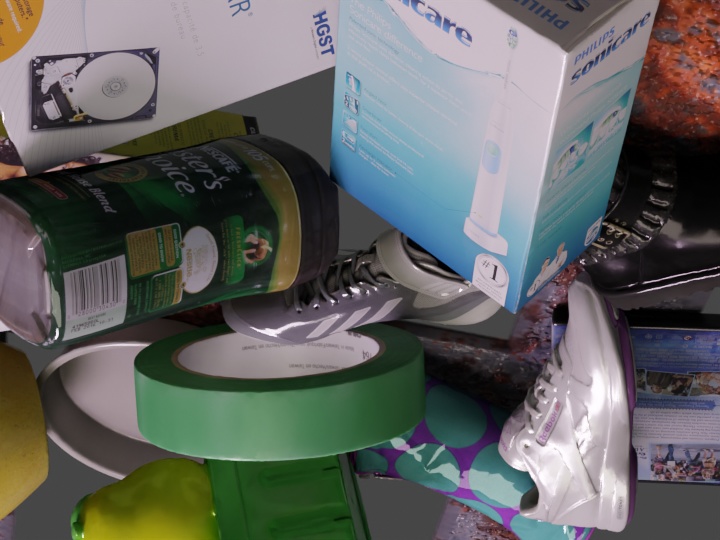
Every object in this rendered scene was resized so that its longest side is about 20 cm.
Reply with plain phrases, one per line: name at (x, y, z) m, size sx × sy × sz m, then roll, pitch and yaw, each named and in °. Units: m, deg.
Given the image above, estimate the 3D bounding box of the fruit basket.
fruit basket at (-0.098, 0.190, 1.185) m, size 0.213 × 0.217 × 0.156 m, roll -5°, pitch 139°, yaw 16°

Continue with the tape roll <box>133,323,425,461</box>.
tape roll at (-0.054, 0.077, 1.117) m, size 0.198 × 0.200 × 0.049 m, roll 0°, pitch 101°, yaw 10°

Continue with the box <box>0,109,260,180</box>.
box at (-0.159, -0.071, 1.008) m, size 0.198 × 0.051 × 0.075 m, roll 5°, pitch 148°, yaw -36°

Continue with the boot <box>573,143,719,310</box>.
boot at (0.184, -0.056, 0.998) m, size 0.210 × 0.080 × 0.158 m, roll -25°, pitch 130°, yaw 35°

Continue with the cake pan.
cake pan at (-0.156, 0.104, 1.284) m, size 0.198 × 0.037 × 0.201 m, roll 5°, pitch 140°, yaw 4°

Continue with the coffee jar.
coffee jar at (-0.112, -0.022, 0.937) m, size 0.199 × 0.104 × 0.086 m, roll -14°, pitch 115°, yaw -36°

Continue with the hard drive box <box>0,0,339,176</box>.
hard drive box at (-0.113, -0.159, 0.869) m, size 0.198 × 0.077 × 0.157 m, roll -21°, pitch 139°, yaw -6°

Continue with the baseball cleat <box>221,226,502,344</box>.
baseball cleat at (0.000, 0.000, 1.103) m, size 0.198 × 0.070 × 0.107 m, roll -7°, pitch 154°, yaw 1°

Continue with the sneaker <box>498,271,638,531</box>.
sneaker at (0.144, 0.097, 1.142) m, size 0.098 × 0.075 × 0.202 m, roll -1°, pitch 114°, yaw 8°

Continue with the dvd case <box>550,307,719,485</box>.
dvd case at (0.213, 0.098, 1.229) m, size 0.141 × 0.018 × 0.201 m, roll 2°, pitch 139°, yaw 7°

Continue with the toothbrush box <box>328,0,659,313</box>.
toothbrush box at (0.065, -0.099, 0.878) m, size 0.146 × 0.085 × 0.201 m, roll 36°, pitch 148°, yaw 24°

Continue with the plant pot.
plant pot at (-0.315, 0.123, 1.238) m, size 0.141 × 0.201 × 0.201 m, roll -10°, pitch 145°, yaw -19°

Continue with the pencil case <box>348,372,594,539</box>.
pencil case at (0.087, 0.146, 1.236) m, size 0.199 × 0.085 × 0.093 m, roll 25°, pitch 96°, yaw -8°

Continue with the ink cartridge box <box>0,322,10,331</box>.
ink cartridge box at (-0.304, -0.029, 1.064) m, size 0.198 × 0.147 × 0.083 m, roll -9°, pitch 140°, yaw 21°
